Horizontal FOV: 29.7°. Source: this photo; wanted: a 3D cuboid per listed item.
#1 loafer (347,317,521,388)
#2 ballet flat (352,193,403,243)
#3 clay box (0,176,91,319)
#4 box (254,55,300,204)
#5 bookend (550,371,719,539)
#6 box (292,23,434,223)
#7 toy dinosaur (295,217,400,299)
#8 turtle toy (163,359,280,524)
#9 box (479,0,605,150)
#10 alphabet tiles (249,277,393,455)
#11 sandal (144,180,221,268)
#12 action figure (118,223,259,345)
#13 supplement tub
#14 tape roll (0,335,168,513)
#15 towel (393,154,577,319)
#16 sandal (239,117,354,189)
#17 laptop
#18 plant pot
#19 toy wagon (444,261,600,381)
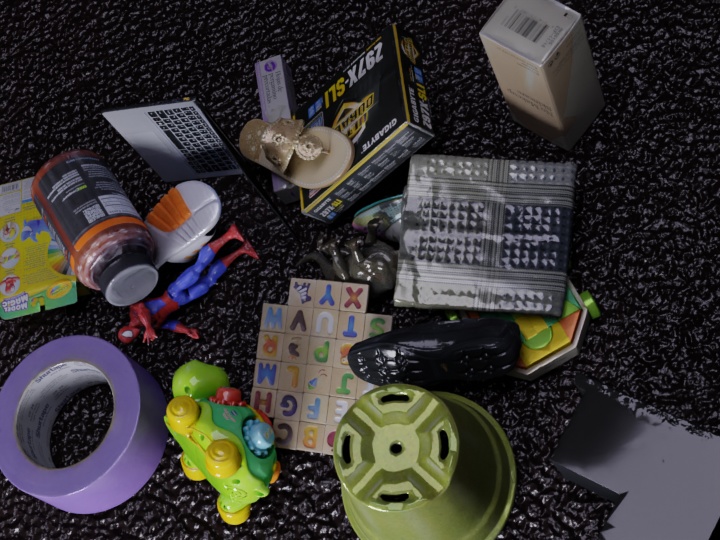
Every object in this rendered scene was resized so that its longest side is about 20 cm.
[{"bbox_3d":[0.083,0.089,1.515,0.200,0.068,0.070,-6,31,22],"label":"loafer"},{"bbox_3d":[0.089,-0.067,1.618,0.199,0.069,0.071,-20,69,6],"label":"ballet flat"},{"bbox_3d":[-0.416,-0.029,1.783,0.114,0.048,0.201,-13,64,11],"label":"clay box"},{"bbox_3d":[-0.100,-0.182,1.746,0.039,0.041,0.201,-16,62,12],"label":"box"},{"bbox_3d":[0.275,0.242,1.397,0.198,0.092,0.201,23,77,28],"label":"bookend"},{"bbox_3d":[-0.001,-0.177,1.641,0.200,0.049,0.160,-37,44,37],"label":"box"},{"bbox_3d":[0.000,0.000,1.604,0.199,0.103,0.077,-15,22,30],"label":"toy dinosaur"},{"bbox_3d":[-0.160,0.185,1.558,0.101,0.146,0.200,-33,58,-21],"label":"turtle toy"},{"bbox_3d":[0.213,-0.231,1.567,0.095,0.200,0.078,33,80,29],"label":"box"},{"bbox_3d":[-0.047,0.112,1.584,0.166,0.006,0.201,5,85,21],"label":"alphabet tiles"},{"bbox_3d":[-0.240,-0.041,1.719,0.206,0.059,0.079,-36,64,30],"label":"sandal"},{"bbox_3d":[-0.209,0.039,1.667,0.200,0.065,0.099,-36,47,1],"label":"action figure"},{"bbox_3d":[-0.325,-0.050,1.682,0.107,0.107,0.200,-36,60,1],"label":"supplement tub"},{"bbox_3d":[-0.338,0.186,1.640,0.199,0.085,0.201,-8,64,16],"label":"tape roll"},{"bbox_3d":[0.140,-0.040,1.548,0.199,0.035,0.194,5,71,9],"label":"towel"},{"bbox_3d":[-0.100,-0.151,1.643,0.211,0.069,0.078,19,93,49],"label":"sandal"},{"bbox_3d":[-0.195,-0.116,1.664,0.199,0.187,0.116,-5,65,17],"label":"laptop"},{"bbox_3d":[0.056,0.203,1.426,0.199,0.184,0.201,-4,70,12],"label":"plant pot"},{"bbox_3d":[0.173,0.028,1.557,0.155,0.040,0.201,-30,61,4],"label":"toy wagon"}]
